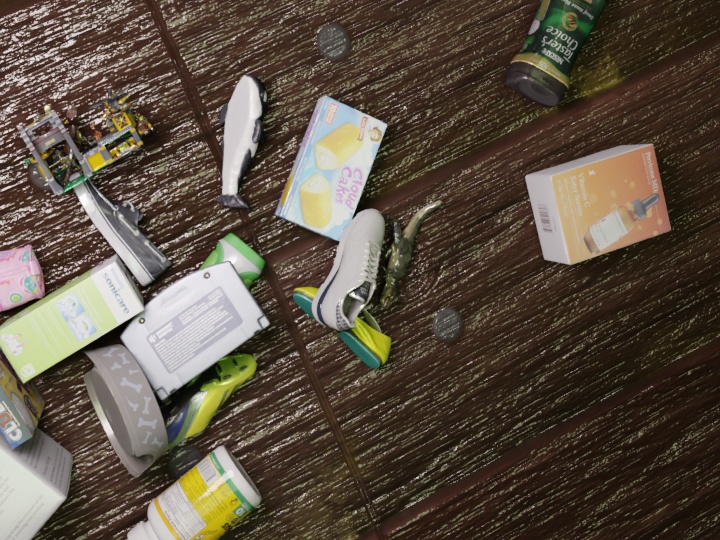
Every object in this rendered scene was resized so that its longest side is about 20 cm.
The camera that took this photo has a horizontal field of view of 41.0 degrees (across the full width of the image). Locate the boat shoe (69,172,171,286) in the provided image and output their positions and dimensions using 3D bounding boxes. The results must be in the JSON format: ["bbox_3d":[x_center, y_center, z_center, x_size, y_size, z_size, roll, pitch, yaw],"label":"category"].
[{"bbox_3d":[-0.362,-0.074,1.464,0.067,0.072,0.202,-36,105,-6],"label":"boat shoe"}]

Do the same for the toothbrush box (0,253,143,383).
[{"bbox_3d":[-0.425,0.066,1.423,0.198,0.145,0.087,-33,101,-9],"label":"toothbrush box"}]

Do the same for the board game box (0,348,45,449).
[{"bbox_3d":[-0.510,0.165,1.383,0.034,0.200,0.137,-30,101,-9],"label":"board game box"}]

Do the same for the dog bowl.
[{"bbox_3d":[-0.350,0.202,1.435,0.058,0.199,0.204,-23,100,-26],"label":"dog bowl"}]

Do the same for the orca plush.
[{"bbox_3d":[-0.168,-0.198,1.504,0.070,0.104,0.205,0,93,-45],"label":"orca plush"}]

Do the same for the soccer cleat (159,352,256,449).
[{"bbox_3d":[-0.246,0.207,1.534,0.199,0.065,0.085,-36,132,-13],"label":"soccer cleat"}]

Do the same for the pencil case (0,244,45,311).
[{"bbox_3d":[-0.568,0.025,1.415,0.196,0.087,0.089,-14,98,-13],"label":"pencil case"}]

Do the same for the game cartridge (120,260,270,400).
[{"bbox_3d":[-0.250,0.081,1.436,0.198,0.041,0.135,-34,96,-5],"label":"game cartridge"}]

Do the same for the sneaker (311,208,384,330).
[{"bbox_3d":[0.000,0.000,1.501,0.076,0.080,0.204,30,76,-35],"label":"sneaker"}]

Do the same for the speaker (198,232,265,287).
[{"bbox_3d":[-0.236,0.043,1.499,0.088,0.088,0.201,39,86,-14],"label":"speaker"}]

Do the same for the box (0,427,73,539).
[{"bbox_3d":[-0.545,0.322,1.389,0.171,0.200,0.200,42,86,-16],"label":"box"}]

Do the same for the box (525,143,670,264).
[{"bbox_3d":[0.402,-0.115,1.633,0.196,0.106,0.156,-18,99,-11],"label":"box"}]

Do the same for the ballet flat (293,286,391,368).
[{"bbox_3d":[-0.025,0.077,1.573,0.199,0.066,0.068,42,64,-17],"label":"ballet flat"}]

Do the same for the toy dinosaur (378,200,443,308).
[{"bbox_3d":[0.057,-0.043,1.587,0.087,0.047,0.203,27,86,-21],"label":"toy dinosaur"}]

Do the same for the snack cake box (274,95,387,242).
[{"bbox_3d":[-0.047,-0.160,1.537,0.113,0.067,0.204,21,90,-14],"label":"snack cake box"}]

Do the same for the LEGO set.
[{"bbox_3d":[-0.412,-0.210,1.398,0.197,0.154,0.117,-28,118,-2],"label":"LEGO set"}]

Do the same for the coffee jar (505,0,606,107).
[{"bbox_3d":[0.322,-0.378,1.600,0.103,0.085,0.203,25,89,-15],"label":"coffee jar"}]

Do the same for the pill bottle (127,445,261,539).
[{"bbox_3d":[-0.262,0.381,1.509,0.199,0.113,0.114,-38,102,-8],"label":"pill bottle"}]
